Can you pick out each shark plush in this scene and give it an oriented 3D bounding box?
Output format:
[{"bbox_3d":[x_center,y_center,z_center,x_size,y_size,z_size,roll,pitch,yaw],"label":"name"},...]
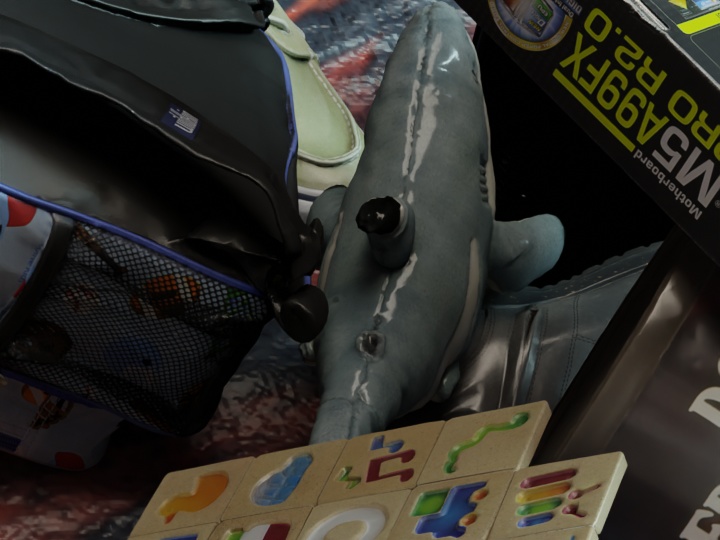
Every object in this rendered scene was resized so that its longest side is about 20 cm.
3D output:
[{"bbox_3d":[0.000,0.000,0.955,0.091,0.083,0.200,18,47,18],"label":"shark plush"}]

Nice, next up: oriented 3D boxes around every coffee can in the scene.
[{"bbox_3d":[0.156,0.083,0.882,0.200,0.146,0.146,32,39,2],"label":"coffee can"}]

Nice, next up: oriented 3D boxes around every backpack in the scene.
[{"bbox_3d":[-0.123,-0.040,0.966,0.190,0.154,0.200,29,24,-25],"label":"backpack"}]

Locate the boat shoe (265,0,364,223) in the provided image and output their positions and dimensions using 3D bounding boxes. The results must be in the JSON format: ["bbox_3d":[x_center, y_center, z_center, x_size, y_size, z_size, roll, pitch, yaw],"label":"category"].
[{"bbox_3d":[-0.058,-0.088,1.139,0.072,0.062,0.200,-18,48,-35],"label":"boat shoe"}]

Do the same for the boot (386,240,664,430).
[{"bbox_3d":[0.089,0.059,1.005,0.199,0.070,0.132,-6,43,-7],"label":"boot"}]

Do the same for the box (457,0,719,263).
[{"bbox_3d":[0.148,-0.066,0.874,0.160,0.044,0.200,47,41,18],"label":"box"}]

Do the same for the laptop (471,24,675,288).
[{"bbox_3d":[0.152,-0.072,1.080,0.200,0.188,0.116,-17,47,-34],"label":"laptop"}]

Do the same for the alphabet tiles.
[{"bbox_3d":[-0.028,0.097,0.792,0.200,0.006,0.167,-13,28,28],"label":"alphabet tiles"}]
